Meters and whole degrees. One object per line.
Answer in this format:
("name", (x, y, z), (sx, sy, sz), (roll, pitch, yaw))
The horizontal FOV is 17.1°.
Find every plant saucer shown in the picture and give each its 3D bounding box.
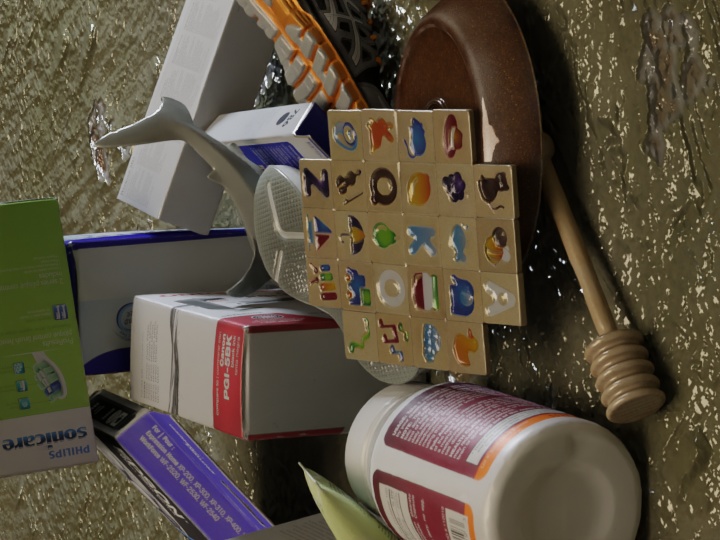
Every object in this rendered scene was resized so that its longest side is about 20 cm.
("plant saucer", (0.063, -0.086, 1.550), (0.200, 0.034, 0.200), (177, 90, -71))

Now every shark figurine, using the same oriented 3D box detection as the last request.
("shark figurine", (-0.085, -0.031, 1.707), (0.128, 0.090, 0.214), (17, 155, 46))

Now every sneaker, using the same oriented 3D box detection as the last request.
("sneaker", (-0.022, -0.172, 1.685), (0.200, 0.077, 0.078), (60, 154, 5))
("sneaker", (0.000, 0.000, 1.633), (0.200, 0.080, 0.070), (48, 131, 29))

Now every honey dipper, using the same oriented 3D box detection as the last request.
("honey dipper", (0.137, -0.003, 1.459), (0.038, 0.038, 0.200), (-56, 44, 51))

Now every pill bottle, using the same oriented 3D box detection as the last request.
("pill bottle", (0.077, 0.132, 1.512), (0.200, 0.114, 0.114), (15, 109, 61))

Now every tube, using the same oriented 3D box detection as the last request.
("tube", (0.026, 0.207, 1.586), (0.058, 0.052, 0.200), (-29, 105, 44))

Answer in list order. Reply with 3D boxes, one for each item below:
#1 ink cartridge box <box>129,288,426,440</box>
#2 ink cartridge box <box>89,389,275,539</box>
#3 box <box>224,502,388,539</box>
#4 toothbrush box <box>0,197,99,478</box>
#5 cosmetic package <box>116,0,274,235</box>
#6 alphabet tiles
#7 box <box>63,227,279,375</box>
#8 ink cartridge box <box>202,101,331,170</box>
("ink cartridge box", (-0.063, 0.064, 1.728), (0.200, 0.147, 0.083), (11, 102, 61))
("ink cartridge box", (-0.122, 0.179, 1.835), (0.198, 0.043, 0.200), (48, 166, -16))
("box", (-0.045, 0.264, 1.665), (0.106, 0.200, 0.152), (19, 116, 55))
("toothbrush box", (-0.274, 0.055, 1.802), (0.146, 0.086, 0.200), (-15, 82, 61))
("cosmetic package", (-0.118, -0.134, 1.827), (0.083, 0.051, 0.200), (26, 97, 56))
("alphabet tiles", (0.030, -0.020, 1.531), (0.200, 0.006, 0.167), (5, 102, 48))
("box", (-0.178, 0.022, 1.901), (0.200, 0.184, 0.105), (2, 96, 62))
("ink cartridge box", (-0.038, -0.072, 1.714), (0.099, 0.039, 0.200), (47, 162, -21))
